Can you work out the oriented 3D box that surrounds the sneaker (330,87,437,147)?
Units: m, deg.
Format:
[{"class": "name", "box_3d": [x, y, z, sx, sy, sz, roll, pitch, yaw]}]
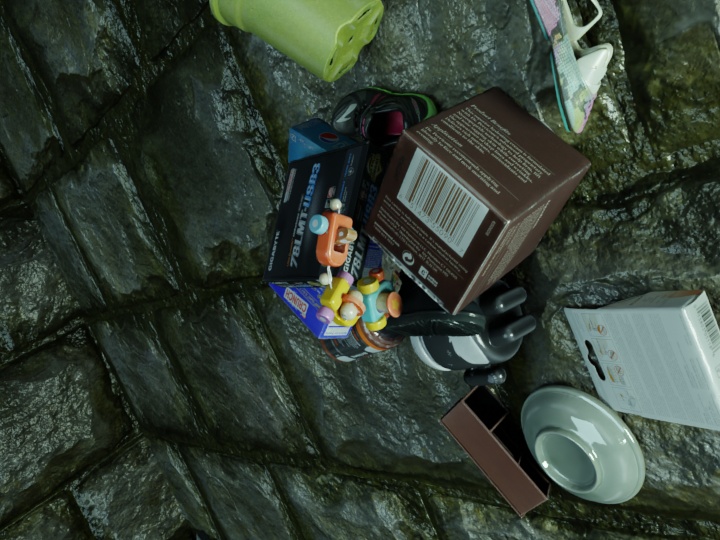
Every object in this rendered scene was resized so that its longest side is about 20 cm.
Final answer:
[{"class": "sneaker", "box_3d": [0.020, -0.223, 0.937, 0.197, 0.083, 0.079, 10, 121, 45]}]

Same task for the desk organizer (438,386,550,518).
[{"class": "desk organizer", "box_3d": [0.229, 0.288, 1.045, 0.201, 0.071, 0.077, 49, 139, 14]}]

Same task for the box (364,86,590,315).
[{"class": "box", "box_3d": [0.141, -0.090, 0.792, 0.166, 0.198, 0.166, 43, 139, 20]}]

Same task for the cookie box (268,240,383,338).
[{"class": "cookie box", "box_3d": [-0.053, -0.018, 1.065, 0.171, 0.074, 0.203, 41, 113, 39]}]

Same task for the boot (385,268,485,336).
[{"class": "boot", "box_3d": [0.108, 0.001, 0.883, 0.199, 0.075, 0.172, -13, 63, 63]}]

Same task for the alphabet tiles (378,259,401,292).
[{"class": "alphabet tiles", "box_3d": [0.000, 0.000, 1.068, 0.201, 0.007, 0.169, -52, 54, 28]}]

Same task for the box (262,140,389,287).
[{"class": "box", "box_3d": [-0.057, -0.076, 0.954, 0.196, 0.049, 0.205, -1, 72, 48]}]

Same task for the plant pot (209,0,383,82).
[{"class": "plant pot", "box_3d": [-0.074, -0.370, 0.884, 0.184, 0.201, 0.201, 41, 140, 4]}]

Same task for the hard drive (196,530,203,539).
[{"class": "hard drive", "box_3d": [-0.611, 1.157, 2.592, 0.139, 0.033, 0.203, 37, 137, 26]}]

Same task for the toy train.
[{"class": "toy train", "box_3d": [0.006, 0.002, 0.833, 0.055, 0.198, 0.154, 6, 81, 36]}]

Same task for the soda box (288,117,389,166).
[{"class": "soda box", "box_3d": [-0.031, -0.171, 1.045, 0.199, 0.064, 0.069, 37, 137, 28]}]

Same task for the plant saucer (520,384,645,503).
[{"class": "plant saucer", "box_3d": [0.313, 0.268, 0.946, 0.198, 0.050, 0.204, 32, 137, 34]}]

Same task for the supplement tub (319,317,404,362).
[{"class": "supplement tub", "box_3d": [0.014, 0.095, 1.133, 0.199, 0.106, 0.109, -27, 93, 53]}]

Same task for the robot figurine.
[{"class": "robot figurine", "box_3d": [0.161, 0.080, 0.947, 0.123, 0.154, 0.198, 27, 152, -27]}]

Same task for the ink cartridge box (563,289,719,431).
[{"class": "ink cartridge box", "box_3d": [0.367, 0.110, 0.812, 0.165, 0.049, 0.199, 65, 160, -8]}]

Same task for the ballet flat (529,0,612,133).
[{"class": "ballet flat", "box_3d": [0.232, -0.255, 0.700, 0.070, 0.069, 0.204, -14, 103, 31]}]
